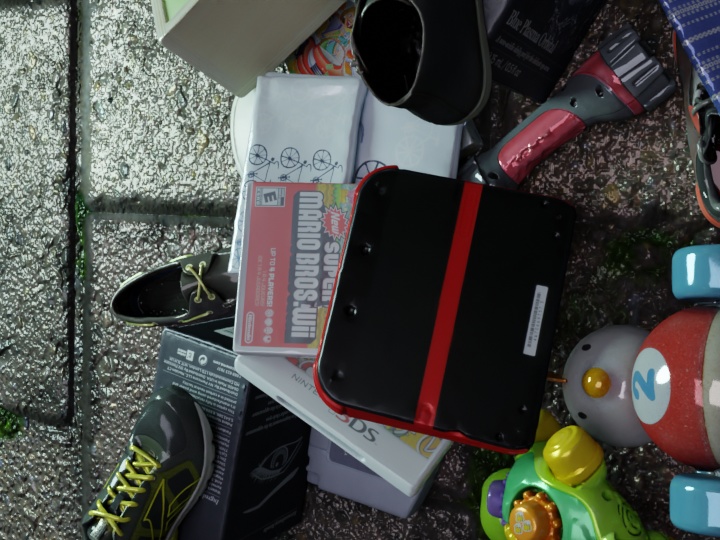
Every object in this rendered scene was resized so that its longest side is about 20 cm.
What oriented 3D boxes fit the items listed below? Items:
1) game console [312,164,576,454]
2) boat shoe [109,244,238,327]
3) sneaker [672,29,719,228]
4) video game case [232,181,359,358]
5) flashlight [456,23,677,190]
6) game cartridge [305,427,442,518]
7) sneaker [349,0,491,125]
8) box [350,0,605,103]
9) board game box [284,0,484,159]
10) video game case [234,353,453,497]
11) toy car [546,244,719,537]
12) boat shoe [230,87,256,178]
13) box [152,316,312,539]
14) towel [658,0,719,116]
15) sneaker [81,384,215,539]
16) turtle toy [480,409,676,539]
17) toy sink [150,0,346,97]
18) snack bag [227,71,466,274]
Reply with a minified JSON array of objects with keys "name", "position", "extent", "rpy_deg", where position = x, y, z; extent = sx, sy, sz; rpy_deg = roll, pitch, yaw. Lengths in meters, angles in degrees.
[{"name":"game console","position":[0.063,0.025,0.693],"extent":[0.175,0.031,0.202],"rpy_deg":[12,79,5]},{"name":"boat shoe","position":[-0.165,0.019,0.913],"extent":[0.200,0.060,0.072],"rpy_deg":[-17,85,27]},{"name":"sneaker","position":[0.274,-0.130,0.665],"extent":[0.076,0.082,0.202],"rpy_deg":[-10,89,27]},{"name":"video game case","position":[0.000,0.000,0.726],"extent":[0.198,0.017,0.145],"rpy_deg":[2,77,6]},{"name":"flashlight","position":[0.158,-0.109,0.736],"extent":[0.200,0.068,0.068],"rpy_deg":[-41,76,22]},{"name":"game cartridge","position":[0.022,0.120,0.837],"extent":[0.132,0.041,0.202],"rpy_deg":[14,99,30]},{"name":"sneaker","position":[0.028,-0.193,0.554],"extent":[0.074,0.106,0.202],"rpy_deg":[-17,86,25]},{"name":"box","position":[0.120,-0.249,0.674],"extent":[0.117,0.196,0.201],"rpy_deg":[36,108,20]},{"name":"board game box","position":[0.011,-0.172,0.826],"extent":[0.134,0.034,0.201],"rpy_deg":[-29,80,25]},{"name":"video game case","position":[0.026,0.059,0.755],"extent":[0.181,0.200,0.023],"rpy_deg":[32,149,17]},{"name":"toy car","position":[0.213,0.087,0.672],"extent":[0.199,0.176,0.186],"rpy_deg":[-4,81,40]},{"name":"boat shoe","position":[-0.062,-0.087,0.851],"extent":[0.075,0.062,0.201],"rpy_deg":[-38,71,34]},{"name":"box","position":[-0.118,0.154,0.848],"extent":[0.104,0.148,0.202],"rpy_deg":[16,100,25]},{"name":"towel","position":[0.293,-0.168,0.643],"extent":[0.144,0.024,0.201],"rpy_deg":[-22,80,-14]},{"name":"sneaker","position":[-0.184,0.195,0.756],"extent":[0.074,0.084,0.202],"rpy_deg":[22,103,24]},{"name":"turtle toy","position":[0.154,0.193,0.701],"extent":[0.101,0.200,0.146],"rpy_deg":[-41,95,-6]},{"name":"toy sink","position":[-0.088,-0.281,0.799],"extent":[0.199,0.112,0.131],"rpy_deg":[-37,49,23]},{"name":"snack bag","position":[-0.010,-0.079,0.771],"extent":[0.198,0.021,0.191],"rpy_deg":[6,80,16]}]
